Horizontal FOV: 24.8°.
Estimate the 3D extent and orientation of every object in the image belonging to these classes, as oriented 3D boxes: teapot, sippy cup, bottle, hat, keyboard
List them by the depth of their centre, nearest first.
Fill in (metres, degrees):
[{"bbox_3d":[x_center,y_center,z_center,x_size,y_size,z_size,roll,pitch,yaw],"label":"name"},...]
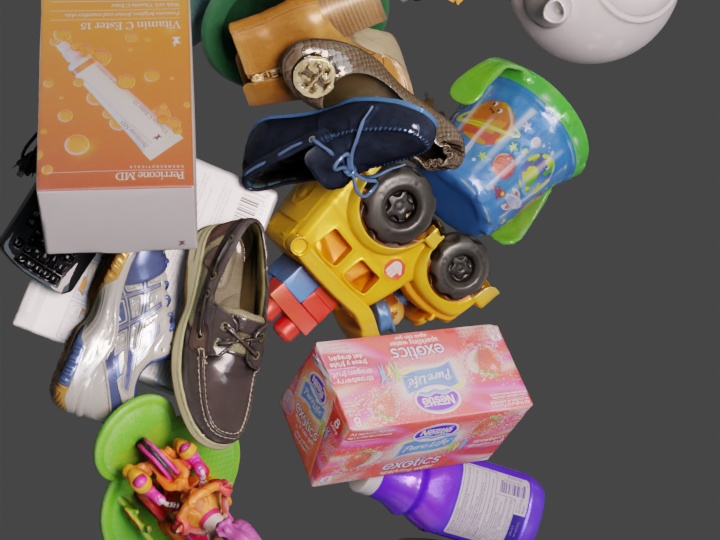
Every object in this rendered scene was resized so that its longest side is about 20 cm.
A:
[{"bbox_3d":[-0.241,-0.088,1.393,0.104,0.040,0.201,31,73,-6],"label":"keyboard"},{"bbox_3d":[-0.070,-0.281,1.503,0.199,0.166,0.177,5,46,-31],"label":"hat"},{"bbox_3d":[0.126,-0.105,1.552,0.130,0.139,0.178,-45,104,-22],"label":"sippy cup"},{"bbox_3d":[0.082,0.214,1.574,0.199,0.065,0.084,19,84,-28],"label":"bottle"},{"bbox_3d":[0.253,-0.302,1.620,0.197,0.146,0.201,19,81,-28],"label":"teapot"}]

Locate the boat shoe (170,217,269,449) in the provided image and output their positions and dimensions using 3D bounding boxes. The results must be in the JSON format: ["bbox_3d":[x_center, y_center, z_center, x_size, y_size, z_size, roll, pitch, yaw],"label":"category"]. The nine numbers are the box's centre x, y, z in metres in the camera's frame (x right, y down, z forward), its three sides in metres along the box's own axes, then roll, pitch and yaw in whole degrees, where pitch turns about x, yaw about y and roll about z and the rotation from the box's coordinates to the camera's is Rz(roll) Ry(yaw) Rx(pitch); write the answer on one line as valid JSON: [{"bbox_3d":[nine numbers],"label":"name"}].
[{"bbox_3d":[-0.112,0.047,1.362,0.073,0.065,0.201,15,63,-37],"label":"boat shoe"}]

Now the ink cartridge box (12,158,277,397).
[{"bbox_3d":[-0.188,-0.007,1.437,0.173,0.044,0.201,22,80,-6],"label":"ink cartridge box"}]

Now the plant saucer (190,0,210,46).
[{"bbox_3d":[-0.188,-0.288,1.438,0.199,0.036,0.201,0,91,-30],"label":"plant saucer"}]

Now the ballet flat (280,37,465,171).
[{"bbox_3d":[0.015,-0.137,1.420,0.200,0.046,0.067,30,120,-32],"label":"ballet flat"}]

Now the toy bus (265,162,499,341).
[{"bbox_3d":[0.000,0.000,1.500,0.192,0.136,0.200,-47,114,-6],"label":"toy bus"}]

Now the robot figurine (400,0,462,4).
[{"bbox_3d":[0.089,-0.309,1.487,0.058,0.200,0.145,38,110,-23],"label":"robot figurine"}]

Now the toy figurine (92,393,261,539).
[{"bbox_3d":[-0.114,0.213,1.355,0.150,0.184,0.200,-43,141,-17],"label":"toy figurine"}]

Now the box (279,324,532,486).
[{"bbox_3d":[0.042,0.121,1.499,0.199,0.103,0.095,-4,55,-31],"label":"box"}]

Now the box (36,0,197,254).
[{"bbox_3d":[-0.197,-0.124,1.331,0.124,0.098,0.201,-2,61,-6],"label":"box"}]

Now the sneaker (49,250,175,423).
[{"bbox_3d":[-0.187,0.034,1.381,0.088,0.075,0.201,24,89,-15],"label":"sneaker"}]

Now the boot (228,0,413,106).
[{"bbox_3d":[-0.031,-0.171,1.461,0.143,0.071,0.202,-19,138,6],"label":"boot"}]

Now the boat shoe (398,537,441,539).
[{"bbox_3d":[0.118,0.305,1.591,0.199,0.073,0.063,21,78,-28],"label":"boat shoe"}]

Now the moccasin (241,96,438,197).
[{"bbox_3d":[-0.018,-0.096,1.391,0.080,0.199,0.068,39,58,-36],"label":"moccasin"}]
